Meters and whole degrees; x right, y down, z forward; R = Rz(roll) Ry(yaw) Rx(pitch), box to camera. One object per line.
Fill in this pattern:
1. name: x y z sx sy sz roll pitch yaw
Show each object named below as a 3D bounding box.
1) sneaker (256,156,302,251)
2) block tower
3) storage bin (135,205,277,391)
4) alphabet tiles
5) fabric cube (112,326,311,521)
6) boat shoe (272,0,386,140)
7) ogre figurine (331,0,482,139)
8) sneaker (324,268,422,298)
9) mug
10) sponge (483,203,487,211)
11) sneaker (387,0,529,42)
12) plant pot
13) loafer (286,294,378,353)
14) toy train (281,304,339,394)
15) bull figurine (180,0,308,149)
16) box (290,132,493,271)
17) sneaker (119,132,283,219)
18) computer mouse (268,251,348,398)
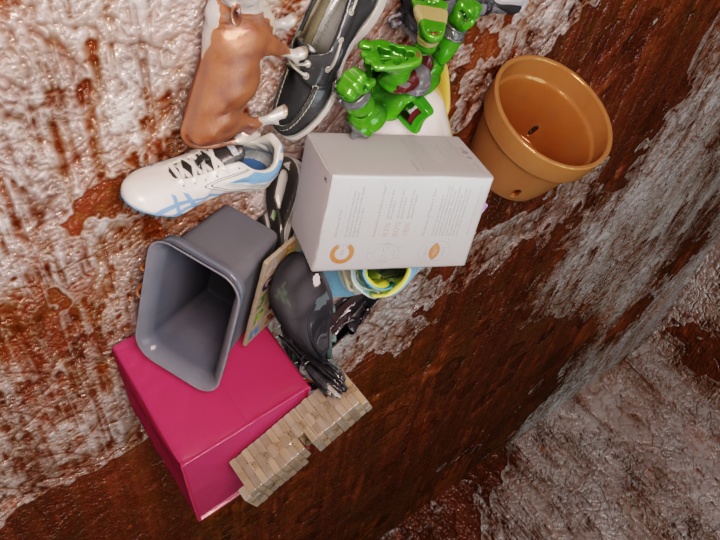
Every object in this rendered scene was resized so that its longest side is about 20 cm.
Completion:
1. sneaker: -0.078 -0.060 1.017 0.114 0.076 0.202 -11 137 -42
2. block tower: -0.081 0.219 1.006 0.199 0.058 0.054 -41 153 -8
3. storage bin: -0.189 0.020 0.947 0.135 0.144 0.202 -52 168 -49
4. alphabet tiles: -0.078 -0.009 0.999 0.200 0.008 0.168 -45 164 -41
5. fabric cube: -0.200 0.182 1.071 0.198 0.200 0.198 -29 149 -24
6. boat shoe: -0.047 -0.236 0.819 0.060 0.075 0.202 10 111 -58
7. ogre figurine: 0.045 -0.212 0.830 0.201 0.097 0.120 -60 175 -30
8. sneaker: 0.000 0.000 0.997 0.198 0.080 0.130 -26 -172 32
9. mug: 0.052 -0.182 0.988 0.147 0.189 0.154 -7 140 5
10. sponge: 0.145 -0.084 1.209 0.112 0.030 0.200 -50 -173 12
11. sneaker: 0.112 -0.313 0.914 0.198 0.076 0.115 0 132 -45
12. plant pot: 0.256 -0.198 1.155 0.198 0.202 0.140 -23 164 -32
13. loafer: -0.034 0.102 1.319 0.199 0.063 0.072 -39 153 -7
14. toy train: -0.075 0.082 1.113 0.084 0.202 0.115 -3 143 -4
15. bull figurine: -0.117 -0.209 0.763 0.120 0.065 0.201 -6 137 -44
16. box: 0.033 -0.079 0.884 0.197 0.098 0.126 -2 127 -23
17. sneaker: -0.169 -0.110 0.831 0.198 0.072 0.073 -23 153 -40
18. computer mouse: -0.074 0.065 0.934 0.052 0.138 0.202 -30 143 -26
